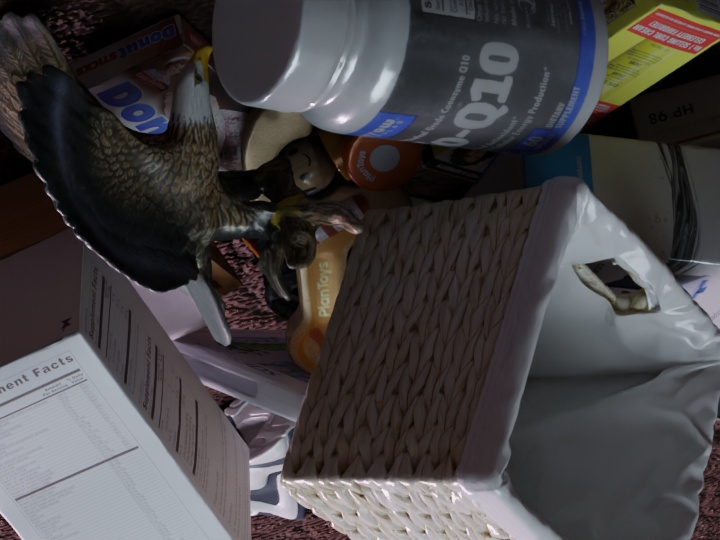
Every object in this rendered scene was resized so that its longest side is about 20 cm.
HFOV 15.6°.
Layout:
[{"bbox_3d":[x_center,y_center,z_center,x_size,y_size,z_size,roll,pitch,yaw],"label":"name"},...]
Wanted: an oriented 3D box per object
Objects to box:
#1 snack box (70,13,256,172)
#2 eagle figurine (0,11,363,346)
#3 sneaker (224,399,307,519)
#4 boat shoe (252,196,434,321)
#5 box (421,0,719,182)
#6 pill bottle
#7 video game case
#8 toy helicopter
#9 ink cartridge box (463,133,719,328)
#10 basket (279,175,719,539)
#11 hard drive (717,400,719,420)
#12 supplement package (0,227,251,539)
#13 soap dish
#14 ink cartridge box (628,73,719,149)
[{"bbox_3d":[-0.094,-0.090,1.554,0.072,0.024,0.200,-22,154,15],"label":"snack box"},{"bbox_3d":[-0.119,-0.056,1.428,0.199,0.151,0.152,11,152,-25],"label":"eagle figurine"},{"bbox_3d":[-0.097,0.166,2.014,0.199,0.080,0.129,-35,140,18],"label":"sneaker"},{"bbox_3d":[0.000,0.000,1.709,0.200,0.091,0.071,13,144,-44],"label":"boat shoe"},{"bbox_3d":[0.124,-0.121,1.570,0.075,0.050,0.200,14,143,-44],"label":"box"},{"bbox_3d":[0.027,-0.127,1.435,0.199,0.114,0.114,4,149,-33],"label":"pill bottle"},{"bbox_3d":[-0.017,0.067,1.692,0.200,0.024,0.182,3,-170,-42],"label":"video game case"},{"bbox_3d":[-0.034,-0.022,1.570,0.132,0.079,0.201,-7,122,-9],"label":"toy helicopter"},{"bbox_3d":[0.168,-0.015,1.628,0.199,0.086,0.146,6,155,-15],"label":"ink cartridge box"},{"bbox_3d":[0.086,0.083,1.495,0.160,0.201,0.198,-6,146,37],"label":"basket"},{"bbox_3d":[0.168,0.061,1.757,0.199,0.038,0.140,11,-173,27],"label":"hard drive"},{"bbox_3d":[-0.158,0.092,1.542,0.113,0.110,0.200,-23,124,13],"label":"supplement package"},{"bbox_3d":[-0.195,0.004,1.630,0.199,0.081,0.157,-21,154,15],"label":"soap dish"},{"bbox_3d":[0.242,-0.074,1.708,0.115,0.067,0.200,-15,155,5],"label":"ink cartridge box"}]
